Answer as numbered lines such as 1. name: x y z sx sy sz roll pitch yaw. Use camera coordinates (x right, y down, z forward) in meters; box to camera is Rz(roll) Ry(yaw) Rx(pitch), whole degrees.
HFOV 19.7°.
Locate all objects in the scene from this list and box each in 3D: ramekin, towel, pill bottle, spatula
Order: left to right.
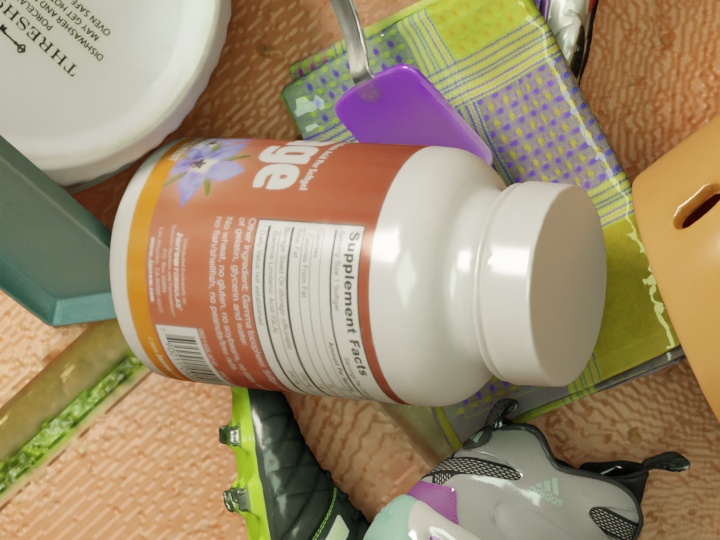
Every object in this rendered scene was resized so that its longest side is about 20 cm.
1. ramekin: -0.148 -0.126 0.921 0.201 0.094 0.204 -2 97 -20
2. spatula: -0.013 -0.120 0.916 0.056 0.021 0.201 -26 98 42
3. pill bottle: 0.000 0.000 0.908 0.199 0.112 0.113 4 92 28
4. towel: 0.056 -0.025 0.948 0.143 0.023 0.201 -22 94 33

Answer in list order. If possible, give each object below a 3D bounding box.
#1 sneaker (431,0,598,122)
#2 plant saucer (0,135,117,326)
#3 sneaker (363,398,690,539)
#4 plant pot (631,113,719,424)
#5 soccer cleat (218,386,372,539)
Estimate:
1. sneaker: 0.076 -0.161 0.950 0.083 0.081 0.201 15 93 9
2. plant saucer: -0.151 -0.020 0.913 0.070 0.200 0.019 -8 67 17
3. sneaker: 0.110 0.144 0.954 0.140 0.078 0.200 -46 111 -12
4. plant pot: 0.206 -0.005 0.894 0.140 0.200 0.201 -23 90 16
5. soccer cleat: -0.011 0.140 0.976 0.081 0.068 0.201 -17 92 -13
